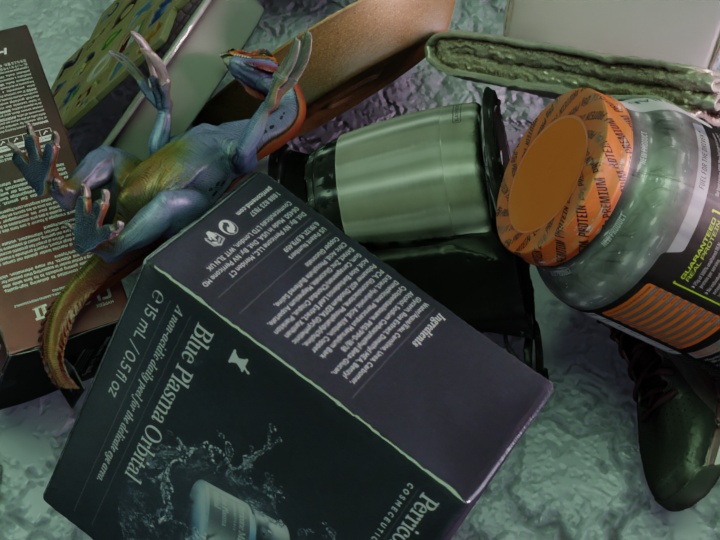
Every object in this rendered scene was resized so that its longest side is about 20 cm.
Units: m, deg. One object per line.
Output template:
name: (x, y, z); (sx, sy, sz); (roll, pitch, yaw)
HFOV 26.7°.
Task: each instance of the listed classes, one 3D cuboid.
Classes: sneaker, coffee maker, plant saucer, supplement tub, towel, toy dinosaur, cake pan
sneaker: (0.163, 0.043, 0.923); (0.115, 0.076, 0.201); (25, 49, -19)
coffee maker: (0.000, 0.000, 0.918); (0.199, 0.135, 0.193); (-9, 94, 11)
plant saucer: (-0.014, -0.129, 0.980); (0.200, 0.200, 0.036); (-30, 89, -16)
supplement tub: (0.181, -0.016, 0.833); (0.199, 0.122, 0.123); (25, 58, -24)
towel: (0.153, -0.113, 0.926); (0.200, 0.132, 0.035); (17, 98, 39)
toy dinosaur: (-0.102, -0.058, 0.831); (0.105, 0.201, 0.181); (34, 27, 27)
cake pan: (-0.125, -0.106, 0.966); (0.037, 0.200, 0.201); (35, 63, -11)

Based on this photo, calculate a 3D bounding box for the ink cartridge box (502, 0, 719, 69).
ink cartridge box: (0.189, -0.234, 1.066); (0.147, 0.086, 0.200); (12, 44, 6)

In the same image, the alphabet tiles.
alphabet tiles: (-0.150, -0.160, 0.994); (0.006, 0.200, 0.167); (39, 37, -23)

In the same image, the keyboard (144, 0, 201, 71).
keyboard: (-0.088, -0.214, 1.051); (0.200, 0.011, 0.056); (-49, 61, 19)

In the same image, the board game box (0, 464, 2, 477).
board game box: (-0.320, 0.196, 0.878); (0.199, 0.026, 0.201); (0, 61, -1)

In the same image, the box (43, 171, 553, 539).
box: (-0.039, 0.093, 0.812); (0.200, 0.197, 0.117); (35, 38, 8)

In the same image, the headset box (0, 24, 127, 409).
headset box: (-0.203, -0.016, 0.881); (0.077, 0.149, 0.201); (-19, 79, -23)
